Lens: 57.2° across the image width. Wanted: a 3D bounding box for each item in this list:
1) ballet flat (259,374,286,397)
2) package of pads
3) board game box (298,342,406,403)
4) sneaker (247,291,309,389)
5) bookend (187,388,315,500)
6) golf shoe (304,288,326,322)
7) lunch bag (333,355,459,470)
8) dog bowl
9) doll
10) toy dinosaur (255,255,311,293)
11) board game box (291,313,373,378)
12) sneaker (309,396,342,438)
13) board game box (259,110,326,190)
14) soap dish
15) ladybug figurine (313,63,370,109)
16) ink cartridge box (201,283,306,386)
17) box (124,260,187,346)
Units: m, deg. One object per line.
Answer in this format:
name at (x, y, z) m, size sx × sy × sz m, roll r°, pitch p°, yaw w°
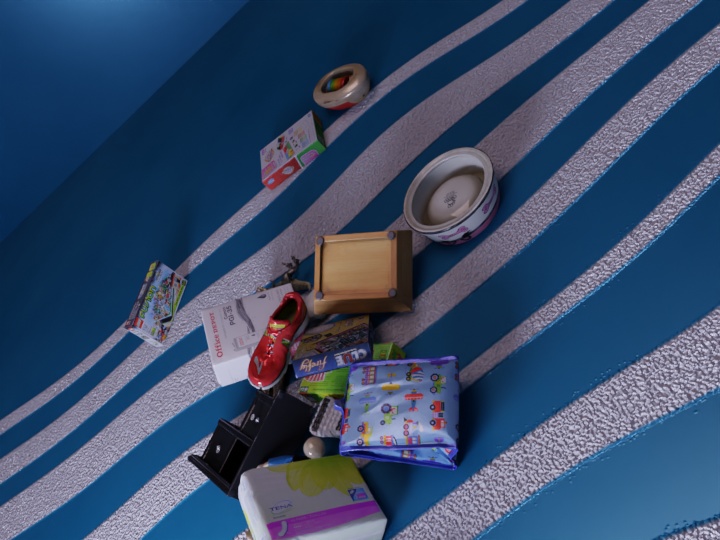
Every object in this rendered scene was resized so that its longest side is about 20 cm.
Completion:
ballet flat at (-0.175, 0.186, 1.380) m, size 0.067 × 0.046 × 0.202 m, roll -15°, pitch 50°, yaw 34°
package of pads at (-0.079, 0.368, 1.030) m, size 0.155 × 0.197 × 0.069 m, roll 48°, pitch 133°, yaw 51°
board game box at (-0.018, 0.192, 1.225) m, size 0.198 × 0.048 × 0.103 m, roll -8°, pitch 55°, yaw 40°
sneaker at (-0.162, 0.125, 1.245) m, size 0.076 × 0.085 × 0.202 m, roll 14°, pitch 58°, yaw 13°
bookend at (-0.209, 0.311, 1.249) m, size 0.198 × 0.092 × 0.202 m, roll 10°, pitch 69°, yaw 55°
golf shoe at (-0.068, 0.017, 1.378) m, size 0.200 × 0.097 × 0.078 m, roll -46°, pitch 40°, yaw 6°
lunch bag at (0.054, 0.217, 1.032) m, size 0.197 × 0.095 × 0.152 m, roll 2°, pitch 54°, yaw 7°
dog bowl at (0.184, -0.138, 1.284) m, size 0.198 × 0.074 × 0.202 m, roll -24°, pitch 45°, yaw 27°
doll at (-0.123, 0.379, 1.140) m, size 0.135 × 0.048 × 0.201 m, roll 30°, pitch 82°, yaw 9°
toy dinosaur at (-0.162, 0.019, 1.498) m, size 0.199 × 0.047 × 0.089 m, roll -13°, pitch 63°, yaw 47°
board game box at (-0.044, 0.132, 1.189) m, size 0.134 × 0.035 × 0.200 m, roll -14°, pitch 9°, yaw 5°
sneaker at (-0.026, 0.270, 1.154) m, size 0.199 × 0.081 × 0.076 m, roll -13°, pitch 49°, yaw 62°
board game box at (-0.190, -0.333, 1.824) m, size 0.199 × 0.040 × 0.154 m, roll -33°, pitch 41°, yaw 20°
soap dish at (0.000, 0.000, 1.266) m, size 0.197 × 0.081 × 0.160 m, roll -3°, pitch 75°, yaw 16°
ladybug figurine at (-0.048, -0.492, 1.793) m, size 0.198 × 0.072 × 0.137 m, roll 9°, pitch 66°, yaw 46°
ink cartridge box at (-0.213, 0.130, 1.350) m, size 0.197 × 0.083 × 0.148 m, roll -17°, pitch 52°, yaw -9°
box at (-0.542, 0.088, 1.758) m, size 0.034 × 0.110 × 0.202 m, roll -13°, pitch 51°, yaw 35°
